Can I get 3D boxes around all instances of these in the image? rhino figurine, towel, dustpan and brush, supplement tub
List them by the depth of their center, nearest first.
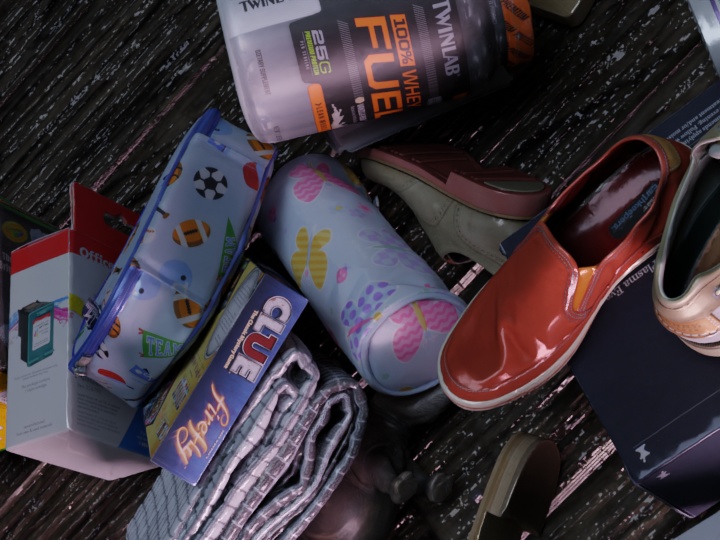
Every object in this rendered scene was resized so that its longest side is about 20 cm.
[{"bbox_3d":[-0.075,0.141,0.955,0.201,0.085,0.166,-59,11,0],"label":"towel"},{"bbox_3d":[0.013,0.136,0.960,0.087,0.060,0.201,15,77,47],"label":"rhino figurine"},{"bbox_3d":[0.010,-0.165,0.963,0.198,0.123,0.123,-14,62,1],"label":"supplement tub"},{"bbox_3d":[0.016,-0.163,1.074,0.139,0.057,0.201,-23,55,-7],"label":"dustpan and brush"}]

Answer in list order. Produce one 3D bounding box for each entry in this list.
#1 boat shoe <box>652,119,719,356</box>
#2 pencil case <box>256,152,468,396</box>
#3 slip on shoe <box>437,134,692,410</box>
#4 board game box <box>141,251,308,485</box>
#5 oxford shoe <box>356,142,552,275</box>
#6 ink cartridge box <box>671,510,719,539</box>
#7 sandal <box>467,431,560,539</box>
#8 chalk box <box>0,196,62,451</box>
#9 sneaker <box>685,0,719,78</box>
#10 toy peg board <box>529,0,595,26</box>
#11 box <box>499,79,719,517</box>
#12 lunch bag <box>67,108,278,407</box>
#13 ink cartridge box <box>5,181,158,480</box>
[{"bbox_3d":[0.218,-0.053,0.766,0.074,0.068,0.201,21,83,36],"label":"boat shoe"},{"bbox_3d":[0.000,0.000,0.984,0.084,0.090,0.200,-62,36,20],"label":"pencil case"},{"bbox_3d":[0.113,-0.002,0.820,0.200,0.061,0.074,-46,55,12],"label":"slip on shoe"},{"bbox_3d":[-0.097,0.056,0.966,0.136,0.034,0.200,-58,12,0],"label":"board game box"},{"bbox_3d":[0.054,-0.044,0.990,0.200,0.070,0.075,32,122,57],"label":"oxford shoe"},{"bbox_3d":[0.189,0.187,0.754,0.099,0.199,0.039,37,129,37],"label":"ink cartridge box"},{"bbox_3d":[0.054,0.196,0.905,0.069,0.078,0.213,14,72,38],"label":"sandal"},{"bbox_3d":[-0.304,0.027,1.167,0.123,0.124,0.201,-24,59,23],"label":"chalk box"},{"bbox_3d":[0.255,-0.231,0.946,0.114,0.073,0.202,-25,71,18],"label":"sneaker"},{"bbox_3d":[0.112,-0.313,1.048,0.199,0.098,0.200,29,89,36],"label":"toy peg board"},{"bbox_3d":[0.217,0.011,0.849,0.199,0.104,0.183,-36,55,16],"label":"box"},{"bbox_3d":[-0.136,-0.004,1.007,0.160,0.075,0.201,-41,21,60],"label":"lunch bag"},{"bbox_3d":[-0.207,0.048,1.100,0.067,0.116,0.202,-18,62,28],"label":"ink cartridge box"}]
